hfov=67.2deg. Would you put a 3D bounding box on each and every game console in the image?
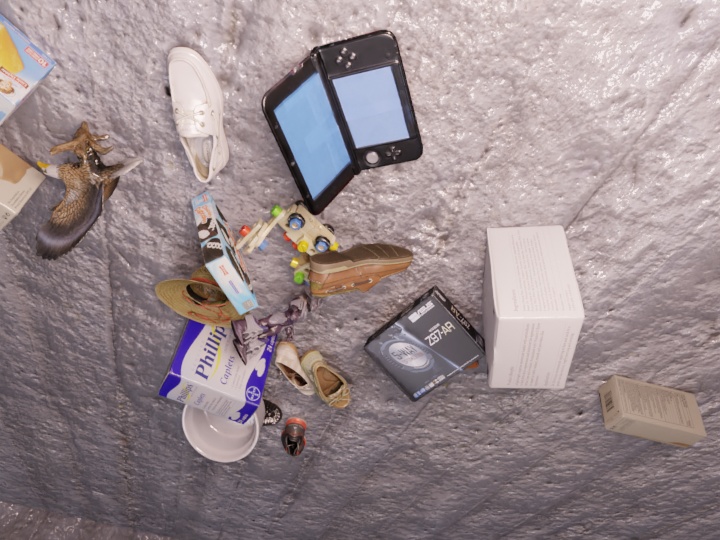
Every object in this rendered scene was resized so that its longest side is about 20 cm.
[{"bbox_3d":[-0.014,-0.195,0.750,0.169,0.120,0.202,-7,136,17],"label":"game console"}]

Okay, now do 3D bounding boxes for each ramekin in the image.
[{"bbox_3d":[-0.335,0.365,1.363,0.196,0.098,0.204,2,103,8],"label":"ramekin"}]

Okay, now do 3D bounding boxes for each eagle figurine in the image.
[{"bbox_3d":[-0.455,-0.131,0.882,0.150,0.151,0.202,35,124,24],"label":"eagle figurine"}]

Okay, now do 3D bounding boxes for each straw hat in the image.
[{"bbox_3d":[-0.296,0.031,1.065,0.197,0.086,0.202,8,150,5],"label":"straw hat"}]

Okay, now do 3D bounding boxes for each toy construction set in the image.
[{"bbox_3d":[-0.116,-0.046,0.956,0.130,0.093,0.199,-30,136,34],"label":"toy construction set"}]

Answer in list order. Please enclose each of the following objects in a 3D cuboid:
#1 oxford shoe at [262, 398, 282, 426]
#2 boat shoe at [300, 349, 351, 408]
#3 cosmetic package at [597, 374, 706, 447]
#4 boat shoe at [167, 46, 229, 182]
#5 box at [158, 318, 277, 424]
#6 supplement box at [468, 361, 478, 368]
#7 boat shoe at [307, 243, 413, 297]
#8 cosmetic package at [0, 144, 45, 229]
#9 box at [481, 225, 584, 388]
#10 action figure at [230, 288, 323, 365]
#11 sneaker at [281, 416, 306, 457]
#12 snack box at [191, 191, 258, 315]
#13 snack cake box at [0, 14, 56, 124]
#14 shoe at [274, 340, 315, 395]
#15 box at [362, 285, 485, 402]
[{"bbox_3d":[-0.301,0.385,1.465,0.196,0.074,0.085,4,153,10],"label":"oxford shoe"},{"bbox_3d":[-0.075,0.270,1.278,0.073,0.063,0.201,-42,128,-10],"label":"boat shoe"},{"bbox_3d":[0.636,0.309,1.190,0.196,0.106,0.072,15,139,-4],"label":"cosmetic package"},{"bbox_3d":[-0.240,-0.220,0.798,0.069,0.070,0.202,3,136,9],"label":"boat shoe"},{"bbox_3d":[-0.302,0.198,1.170,0.197,0.186,0.105,24,137,-17],"label":"box"},{"bbox_3d":[0.149,0.178,1.160,0.197,0.067,0.069,-11,136,21],"label":"supplement box"},{"bbox_3d":[0.000,0.000,0.945,0.197,0.072,0.069,-6,116,-23],"label":"boat shoe"},{"bbox_3d":[-0.642,-0.173,0.883,0.070,0.106,0.200,-26,129,30],"label":"cosmetic package"},{"bbox_3d":[0.278,0.063,0.916,0.128,0.202,0.201,-1,137,8],"label":"box"},{"bbox_3d":[-0.157,0.103,1.077,0.198,0.070,0.131,-26,151,-28],"label":"action figure"},{"bbox_3d":[-0.196,0.494,1.543,0.076,0.083,0.202,8,137,1],"label":"sneaker"},{"bbox_3d":[-0.229,-0.033,0.906,0.037,0.201,0.117,-26,133,-3],"label":"snack box"},{"bbox_3d":[-0.535,-0.308,0.722,0.067,0.116,0.200,-24,128,31],"label":"snack cake box"},{"bbox_3d":[-0.156,0.248,1.294,0.069,0.054,0.202,-8,135,17],"label":"shoe"},{"bbox_3d":[0.127,0.150,1.083,0.199,0.044,0.160,-40,97,28],"label":"box"}]
